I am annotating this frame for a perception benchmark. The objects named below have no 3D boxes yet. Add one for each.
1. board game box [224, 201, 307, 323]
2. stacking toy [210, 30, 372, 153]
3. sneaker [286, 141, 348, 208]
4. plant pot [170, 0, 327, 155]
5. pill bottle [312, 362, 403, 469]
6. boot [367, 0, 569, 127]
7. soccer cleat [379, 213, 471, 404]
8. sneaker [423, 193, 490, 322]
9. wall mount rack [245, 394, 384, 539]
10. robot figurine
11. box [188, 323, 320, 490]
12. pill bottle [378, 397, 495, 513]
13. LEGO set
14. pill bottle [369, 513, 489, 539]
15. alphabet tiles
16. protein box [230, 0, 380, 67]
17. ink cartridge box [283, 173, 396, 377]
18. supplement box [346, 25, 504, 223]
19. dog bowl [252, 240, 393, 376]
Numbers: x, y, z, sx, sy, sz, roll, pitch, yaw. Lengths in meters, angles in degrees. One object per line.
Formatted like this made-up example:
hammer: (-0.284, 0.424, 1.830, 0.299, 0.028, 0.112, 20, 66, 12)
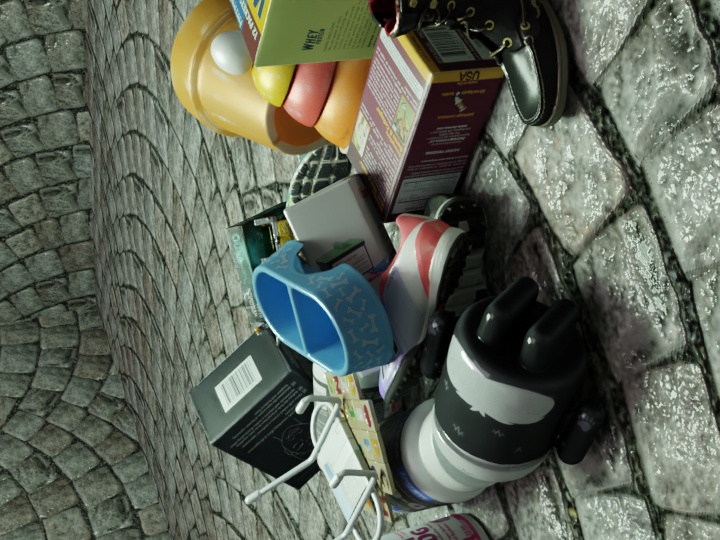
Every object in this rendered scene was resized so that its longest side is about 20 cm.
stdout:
board game box: (-0.124, -0.017, 1.341, 0.200, 0.028, 0.136, -40, -62, -67)
stacking toy: (-0.071, -0.228, 1.067, 0.146, 0.199, 0.147, -164, 90, -75)
sneaker: (-0.072, -0.123, 1.306, 0.200, 0.077, 0.080, 120, 144, -56)
plant pot: (-0.116, -0.246, 1.220, 0.183, 0.200, 0.201, 41, 137, 39)
pill bottle: (-0.002, 0.158, 1.203, 0.116, 0.115, 0.201, -146, 51, -59)
boot: (0.090, -0.213, 0.798, 0.073, 0.150, 0.201, 165, 95, -66)
soccer cleat: (0.047, 0.039, 0.935, 0.073, 0.068, 0.201, 27, 116, 22)
sneaker: (0.094, 0.008, 0.993, 0.091, 0.066, 0.201, -130, 35, -64)
wall mount rack: (-0.053, 0.243, 1.049, 0.174, 0.074, 0.200, -65, 35, 27)
robot figurine: (0.136, 0.103, 0.863, 0.151, 0.124, 0.201, -111, 24, -46)
box: (-0.109, 0.192, 1.303, 0.200, 0.148, 0.107, 42, -171, -44)
pill bottle: (0.081, 0.202, 1.032, 0.200, 0.113, 0.114, 136, 121, -63)
LEGO set: (-0.066, -0.005, 1.228, 0.116, 0.153, 0.201, -141, 49, -88)
pill bottle: (0.047, 0.355, 1.062, 0.113, 0.199, 0.114, 38, 133, 56)
alphabet tiles: (-0.004, 0.194, 1.056, 0.200, 0.006, 0.167, 154, 102, -73)
protein box: (-0.015, -0.325, 0.930, 0.199, 0.199, 0.135, 117, 137, -54)
ink cartridge box: (0.000, 0.000, 1.048, 0.145, 0.084, 0.201, -57, -57, -82)
supplement box: (0.061, -0.160, 0.967, 0.200, 0.085, 0.111, 108, 144, -47)
dog bowl: (-0.045, 0.041, 0.951, 0.200, 0.049, 0.112, 26, 136, 52)
